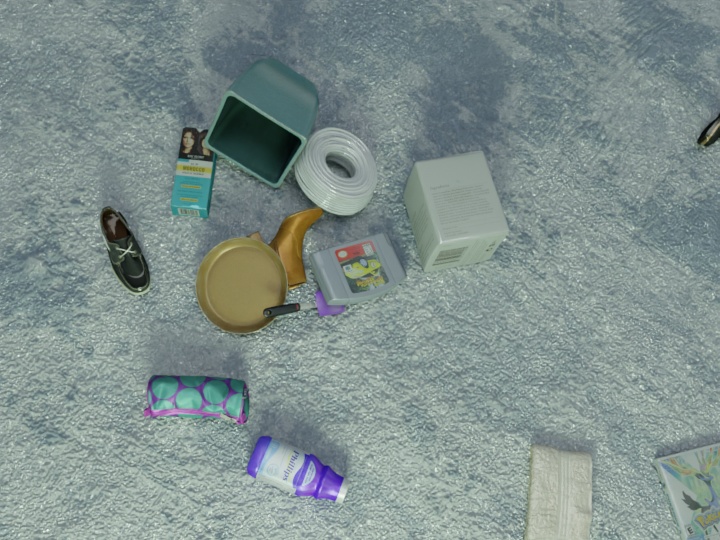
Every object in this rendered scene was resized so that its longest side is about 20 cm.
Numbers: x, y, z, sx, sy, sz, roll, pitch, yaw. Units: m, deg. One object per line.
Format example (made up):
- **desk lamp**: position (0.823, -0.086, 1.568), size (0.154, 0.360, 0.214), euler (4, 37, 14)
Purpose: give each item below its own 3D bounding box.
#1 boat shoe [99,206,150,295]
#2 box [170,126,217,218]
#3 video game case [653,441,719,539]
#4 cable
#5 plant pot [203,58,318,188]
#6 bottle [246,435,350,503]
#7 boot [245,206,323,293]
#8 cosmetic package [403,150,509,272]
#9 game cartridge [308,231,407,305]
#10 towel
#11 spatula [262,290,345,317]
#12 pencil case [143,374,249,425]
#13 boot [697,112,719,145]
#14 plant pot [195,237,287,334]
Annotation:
- **boat shoe**: position (-0.502, -0.041, 1.553), size (0.071, 0.068, 0.202), euler (-22, 74, -17)
- **box**: position (-0.370, -0.221, 1.648), size (0.081, 0.049, 0.203), euler (5, 68, -6)
- **video game case**: position (0.736, 0.463, 1.538), size (0.197, 0.022, 0.185), euler (-10, 70, -11)
- **cable**: position (-0.051, -0.225, 1.653), size (0.200, 0.069, 0.200), euler (47, 49, 3)
- **plant pot**: position (-0.202, -0.350, 1.635), size (0.194, 0.196, 0.202), euler (29, 54, -11)
- **bottle**: position (-0.119, 0.394, 1.430), size (0.198, 0.065, 0.084), euler (23, 66, 2)
- **boot**: position (-0.144, -0.041, 1.604), size (0.199, 0.071, 0.145), euler (-26, 80, -13)
- **cosmetic package**: position (0.205, -0.129, 1.624), size (0.163, 0.165, 0.202), euler (-10, 71, -11)
- **game cartridge**: position (0.000, 0.000, 1.600), size (0.198, 0.041, 0.134), euler (-18, 76, -24)
- **towel**: position (0.402, 0.460, 1.489), size (0.131, 0.035, 0.203), euler (10, 68, -4)
- **spatula**: position (-0.119, 0.075, 1.543), size (0.198, 0.020, 0.057), euler (-7, 82, -40)
- **pencil case**: position (-0.319, 0.255, 1.448), size (0.197, 0.086, 0.093), euler (4, 40, -5)
- **boot**: position (0.959, -0.346, 1.860), size (0.200, 0.078, 0.139), euler (-41, 83, -18)
- **plant pot**: position (-0.248, 0.032, 1.547), size (0.197, 0.027, 0.203), euler (0, 86, 6)
